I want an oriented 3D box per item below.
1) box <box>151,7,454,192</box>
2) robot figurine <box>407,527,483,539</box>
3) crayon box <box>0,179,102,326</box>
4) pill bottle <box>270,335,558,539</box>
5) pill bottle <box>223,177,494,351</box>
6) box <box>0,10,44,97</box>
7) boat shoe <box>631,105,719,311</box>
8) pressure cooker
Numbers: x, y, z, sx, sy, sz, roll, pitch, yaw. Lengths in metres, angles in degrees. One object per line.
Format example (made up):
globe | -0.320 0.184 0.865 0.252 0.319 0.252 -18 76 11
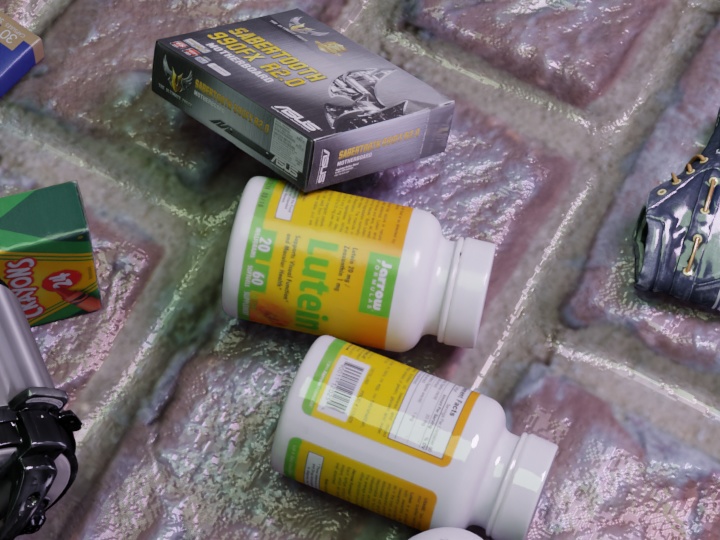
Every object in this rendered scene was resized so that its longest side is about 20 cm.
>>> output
box | -0.048 -0.141 1.642 0.158 0.049 0.200 -19 40 -39
robot figurine | 0.090 0.275 1.445 0.200 0.150 0.125 40 88 17
crayon box | -0.305 0.004 1.573 0.198 0.127 0.051 -14 62 -9
pill bottle | 0.042 0.134 1.525 0.199 0.111 0.112 21 62 8
pill bottle | 0.000 0.000 1.588 0.198 0.111 0.112 12 61 4
box | -0.377 -0.155 1.712 0.121 0.032 0.200 34 66 15
boat shoe | 0.277 -0.067 1.668 0.090 0.071 0.202 11 63 -1
pressure cooker | -0.299 0.118 1.483 0.177 0.176 0.201 -19 64 -16
